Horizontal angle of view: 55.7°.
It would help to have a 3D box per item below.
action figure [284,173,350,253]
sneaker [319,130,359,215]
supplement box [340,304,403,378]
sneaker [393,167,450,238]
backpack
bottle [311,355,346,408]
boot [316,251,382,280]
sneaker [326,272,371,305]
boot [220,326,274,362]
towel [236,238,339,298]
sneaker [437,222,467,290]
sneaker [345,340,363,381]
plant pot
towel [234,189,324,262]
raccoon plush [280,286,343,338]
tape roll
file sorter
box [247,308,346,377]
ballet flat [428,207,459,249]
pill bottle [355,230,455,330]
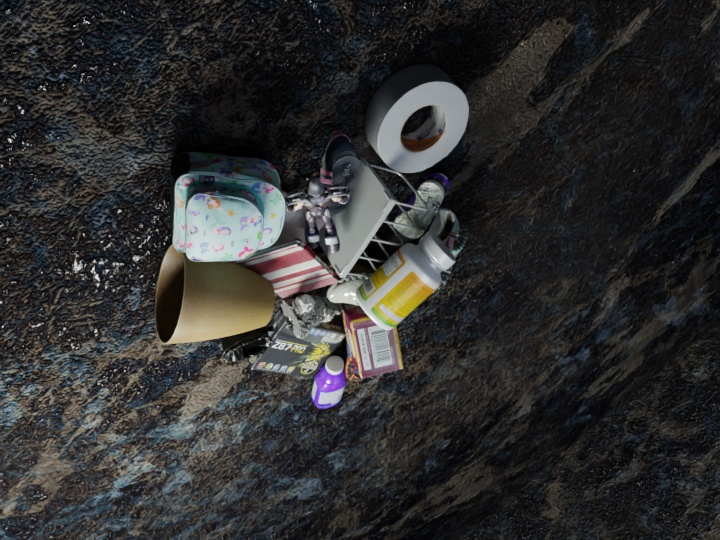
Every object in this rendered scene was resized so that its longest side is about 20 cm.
[{"bbox_3d":[-0.082,-0.114,1.283,0.128,0.070,0.201,-1,147,1],"label":"action figure"},{"bbox_3d":[-0.048,-0.185,1.321,0.069,0.083,0.201,-6,151,-22],"label":"sneaker"},{"bbox_3d":[0.024,0.149,1.579,0.102,0.200,0.133,-12,100,-6],"label":"supplement box"},{"bbox_3d":[0.143,-0.150,1.480,0.100,0.069,0.200,-58,-176,-37],"label":"sneaker"},{"bbox_3d":[-0.230,-0.110,1.201,0.197,0.151,0.179,-2,131,-22],"label":"backpack"},{"bbox_3d":[-0.079,0.290,1.775,0.082,0.066,0.201,-14,148,-19],"label":"bottle"},{"bbox_3d":[0.000,0.000,1.528,0.174,0.067,0.199,-33,143,25],"label":"boot"},{"bbox_3d":[0.025,0.052,1.491,0.197,0.082,0.075,-5,148,-5],"label":"sneaker"},{"bbox_3d":[-0.286,0.121,1.410,0.196,0.163,0.074,-19,140,-15],"label":"boot"},{"bbox_3d":[-0.146,-0.002,1.401,0.142,0.023,0.200,-17,152,16],"label":"towel"},{"bbox_3d":[0.183,-0.017,1.598,0.201,0.077,0.086,-53,177,-13],"label":"sneaker"},{"bbox_3d":[-0.008,0.179,1.732,0.074,0.079,0.202,7,113,-15],"label":"sneaker"},{"bbox_3d":[-0.273,0.055,1.312,0.198,0.187,0.188,9,127,-31],"label":"plant pot"},{"bbox_3d":[-0.190,-0.078,1.368,0.191,0.032,0.199,-46,139,18],"label":"towel"},{"bbox_3d":[-0.087,0.082,1.496,0.133,0.098,0.200,-25,-176,-24],"label":"raccoon plush"},{"bbox_3d":[0.109,-0.290,1.316,0.198,0.066,0.202,-18,138,-16],"label":"tape roll"},{"bbox_3d":[0.022,-0.100,1.403,0.124,0.139,0.201,9,127,-43],"label":"file sorter"},{"bbox_3d":[-0.154,0.181,1.649,0.199,0.049,0.162,18,116,-44],"label":"box"},{"bbox_3d":[0.177,-0.092,1.493,0.068,0.201,0.072,1,126,18],"label":"ballet flat"},{"bbox_3d":[0.095,0.017,1.385,0.200,0.112,0.111,-43,140,15],"label":"pill bottle"}]
